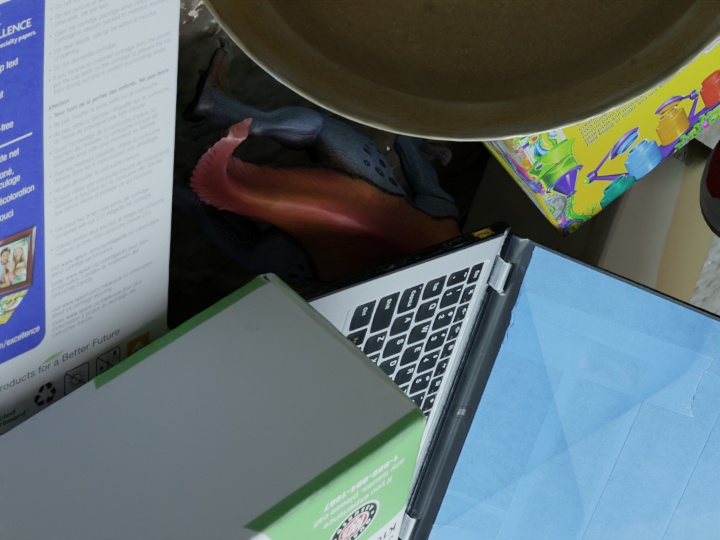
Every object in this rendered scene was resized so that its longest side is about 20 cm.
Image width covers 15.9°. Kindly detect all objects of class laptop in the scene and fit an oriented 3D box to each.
[{"bbox_3d":[0.042,0.091,0.965,0.200,0.116,0.187,-19,142,-34],"label":"laptop"}]

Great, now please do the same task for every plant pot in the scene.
[{"bbox_3d":[0.038,-0.134,0.787,0.200,0.200,0.027,-39,165,0],"label":"plant pot"}]

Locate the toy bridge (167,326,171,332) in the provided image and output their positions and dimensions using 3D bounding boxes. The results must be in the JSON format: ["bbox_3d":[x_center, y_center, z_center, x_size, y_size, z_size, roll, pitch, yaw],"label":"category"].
[{"bbox_3d":[-0.101,0.111,0.966,0.067,0.027,0.200,-4,122,-50],"label":"toy bridge"}]

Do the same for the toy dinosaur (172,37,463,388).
[{"bbox_3d":[0.000,0.000,0.973,0.181,0.200,0.105,29,104,-13],"label":"toy dinosaur"}]

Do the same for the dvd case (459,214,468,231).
[{"bbox_3d":[0.035,0.091,1.165,0.200,0.018,0.143,-61,144,-14],"label":"dvd case"}]

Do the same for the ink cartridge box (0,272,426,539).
[{"bbox_3d":[-0.067,0.120,0.856,0.146,0.084,0.200,-33,150,-32],"label":"ink cartridge box"}]

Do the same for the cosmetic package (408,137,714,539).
[{"bbox_3d":[0.084,0.026,1.114,0.105,0.071,0.200,18,92,-59],"label":"cosmetic package"}]

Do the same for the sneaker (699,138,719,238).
[{"bbox_3d":[0.190,-0.092,1.082,0.200,0.071,0.113,-57,154,-57],"label":"sneaker"}]

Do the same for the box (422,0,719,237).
[{"bbox_3d":[0.093,-0.148,0.903,0.200,0.122,0.193,-38,152,-1],"label":"box"}]

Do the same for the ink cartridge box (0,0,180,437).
[{"bbox_3d":[-0.099,-0.036,0.759,0.095,0.037,0.200,-26,139,-35],"label":"ink cartridge box"}]
